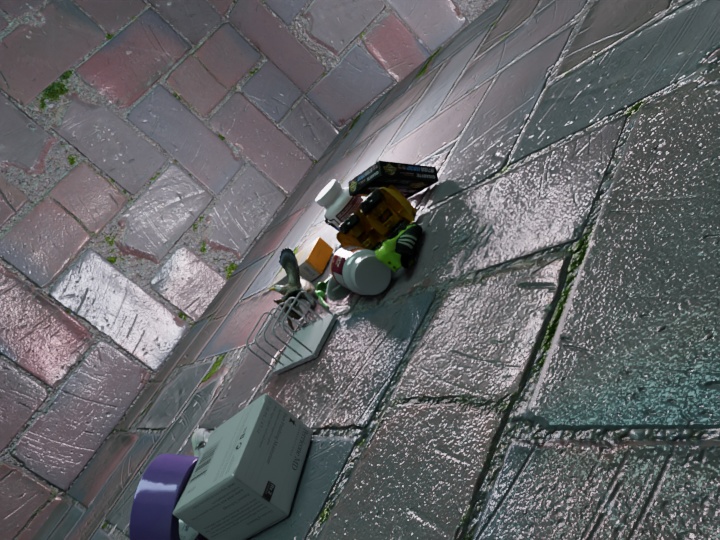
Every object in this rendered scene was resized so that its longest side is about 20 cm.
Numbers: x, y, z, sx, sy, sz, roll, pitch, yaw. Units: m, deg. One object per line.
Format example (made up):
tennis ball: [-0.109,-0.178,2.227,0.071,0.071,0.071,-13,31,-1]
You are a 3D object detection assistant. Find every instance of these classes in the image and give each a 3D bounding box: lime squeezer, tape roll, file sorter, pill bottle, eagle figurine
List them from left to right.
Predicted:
tape roll: [-0.368,0.470,1.200,0.200,0.085,0.201,4,-90,-82]
file sorter: [-0.181,0.157,1.556,0.200,0.124,0.139,-29,26,47]
eagle figurine: [-0.194,0.042,1.773,0.152,0.150,0.200,121,171,-48]
lime squeezer: [-0.100,0.061,1.739,0.070,0.038,0.200,-8,30,16]
pill bottle: [-0.029,-0.165,1.751,0.113,0.200,0.113,-42,18,17]
pill bottle: [0.000,0.000,1.474,0.110,0.110,0.200,-50,17,-6]

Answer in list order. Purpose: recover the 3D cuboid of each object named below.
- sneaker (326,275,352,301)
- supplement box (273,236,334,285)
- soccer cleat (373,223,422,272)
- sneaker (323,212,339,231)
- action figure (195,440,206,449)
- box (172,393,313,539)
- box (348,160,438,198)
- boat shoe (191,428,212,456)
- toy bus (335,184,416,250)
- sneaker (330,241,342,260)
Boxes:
sneaker: [-0.039,0.017,1.632,0.080,0.070,0.201,-52,5,49]
supplement box: [-0.190,-0.009,2.029,0.200,0.073,0.126,-33,23,41]
soccer cleat: [0.102,-0.051,1.416,0.068,0.081,0.200,-46,-7,36]
sneaker: [-0.070,-0.173,2.027,0.077,0.111,0.200,-46,17,8]
action figure: [-0.340,0.441,1.370,0.200,0.102,0.119,-50,5,0]
box: [-0.217,0.378,1.143,0.200,0.131,0.199,-38,19,29]
box: [0.090,-0.247,1.675,0.159,0.199,0.046,-23,71,54]
boat shoe: [-0.376,0.447,1.521,0.071,0.070,0.201,-38,20,-3]
toy bus: [0.051,-0.135,1.634,0.200,0.136,0.192,-43,4,23]
sneaker: [-0.042,-0.099,1.867,0.087,0.074,0.200,-36,21,49]
